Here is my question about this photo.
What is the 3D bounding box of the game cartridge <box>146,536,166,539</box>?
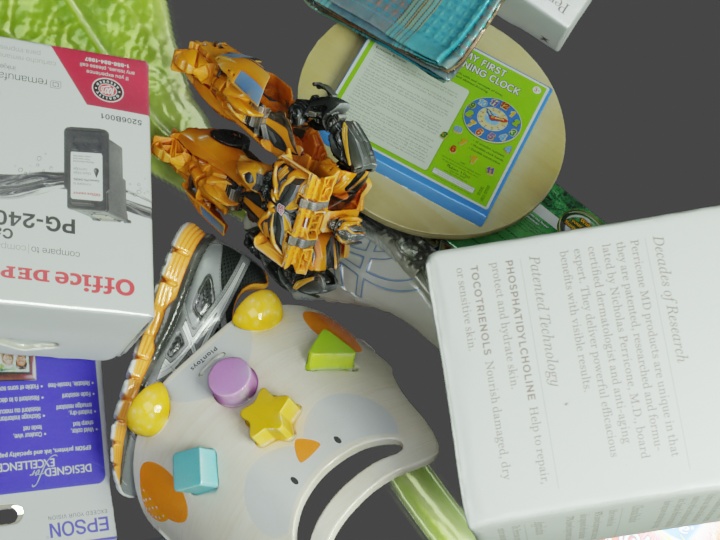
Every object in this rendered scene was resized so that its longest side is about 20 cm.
[{"bbox_3d":[-0.165,0.223,0.994,0.199,0.133,0.041,-12,102,-7],"label":"game cartridge"}]

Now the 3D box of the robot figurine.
[{"bbox_3d":[-0.067,-0.071,1.000,0.200,0.058,0.145,41,125,39],"label":"robot figurine"}]

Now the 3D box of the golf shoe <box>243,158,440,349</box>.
[{"bbox_3d":[0.000,0.000,1.060,0.097,0.078,0.200,-45,80,13],"label":"golf shoe"}]

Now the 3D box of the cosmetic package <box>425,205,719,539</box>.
[{"bbox_3d":[0.155,0.073,0.895,0.199,0.167,0.167,-10,72,4],"label":"cosmetic package"}]

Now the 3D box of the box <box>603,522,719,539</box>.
[{"bbox_3d":[0.189,0.161,1.022,0.200,0.095,0.100,39,84,4],"label":"box"}]

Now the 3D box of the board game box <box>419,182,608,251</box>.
[{"bbox_3d":[0.143,-0.004,1.055,0.200,0.023,0.105,39,61,4],"label":"board game box"}]

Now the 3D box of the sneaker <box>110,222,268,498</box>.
[{"bbox_3d":[-0.127,0.069,1.043,0.077,0.078,0.201,20,87,-9],"label":"sneaker"}]

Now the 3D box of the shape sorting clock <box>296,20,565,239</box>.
[{"bbox_3d":[0.051,-0.110,1.050,0.199,0.039,0.201,4,65,-9],"label":"shape sorting clock"}]

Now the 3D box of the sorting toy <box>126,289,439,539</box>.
[{"bbox_3d":[-0.044,0.117,0.965,0.200,0.107,0.180,-43,45,-14],"label":"sorting toy"}]

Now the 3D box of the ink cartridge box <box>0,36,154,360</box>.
[{"bbox_3d":[-0.221,-0.049,0.998,0.145,0.083,0.201,6,65,-27],"label":"ink cartridge box"}]

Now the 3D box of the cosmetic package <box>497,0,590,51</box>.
[{"bbox_3d":[0.163,-0.277,1.078,0.101,0.071,0.200,33,86,3],"label":"cosmetic package"}]

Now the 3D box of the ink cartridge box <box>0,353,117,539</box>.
[{"bbox_3d":[-0.273,0.099,1.000,0.198,0.043,0.201,-1,79,-35],"label":"ink cartridge box"}]

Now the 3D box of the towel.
[{"bbox_3d":[0.064,-0.245,1.036,0.147,0.022,0.200,33,86,31],"label":"towel"}]
